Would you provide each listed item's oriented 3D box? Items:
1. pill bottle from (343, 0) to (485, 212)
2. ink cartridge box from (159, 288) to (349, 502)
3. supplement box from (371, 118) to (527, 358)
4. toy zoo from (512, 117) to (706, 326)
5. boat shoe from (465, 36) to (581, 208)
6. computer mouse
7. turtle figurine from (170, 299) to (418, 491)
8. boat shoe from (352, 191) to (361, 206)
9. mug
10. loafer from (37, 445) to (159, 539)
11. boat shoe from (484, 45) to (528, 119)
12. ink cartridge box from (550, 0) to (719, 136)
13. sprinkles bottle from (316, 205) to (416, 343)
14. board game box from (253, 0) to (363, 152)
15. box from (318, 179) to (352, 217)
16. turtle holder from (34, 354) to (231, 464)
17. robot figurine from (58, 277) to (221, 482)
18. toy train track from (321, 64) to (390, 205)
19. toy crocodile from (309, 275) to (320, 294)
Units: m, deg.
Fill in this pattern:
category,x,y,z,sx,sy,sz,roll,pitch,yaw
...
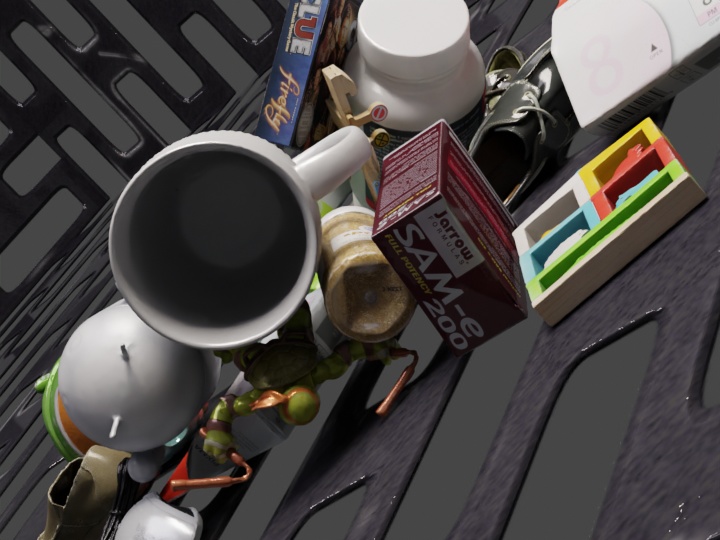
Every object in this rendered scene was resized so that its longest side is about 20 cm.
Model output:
category,x,y,z,sx,sy,sz,roll,pitch,yaw
pill bottle,0.046,-0.141,1.424,0.120,0.119,0.200,-50,-24,-29
ink cartridge box,-0.101,0.106,1.419,0.200,0.057,0.163,-26,21,41
supplement box,0.065,-0.028,1.216,0.061,0.109,0.200,-33,14,13
toy zoo,0.163,-0.041,1.160,0.131,0.020,0.200,-41,13,13
boat shoe,0.138,-0.115,1.366,0.200,0.072,0.068,-50,6,6
computer mouse,-0.174,0.202,1.320,0.110,0.044,0.200,-66,19,-13
turtle figurine,-0.066,0.076,1.245,0.200,0.064,0.161,-30,28,-3
boat shoe,0.051,-0.094,1.654,0.062,0.073,0.200,-2,-16,-25
mug,-0.079,-0.044,1.250,0.200,0.148,0.175,-32,8,5
loafer,-0.245,0.206,1.502,0.200,0.067,0.076,-43,9,43
boat shoe,0.130,-0.147,1.513,0.072,0.066,0.201,-38,14,22
ink cartridge box,0.209,-0.226,1.290,0.162,0.200,0.057,-36,-26,34
sprinkles bottle,0.000,0.000,1.275,0.068,0.068,0.200,-43,12,5
board game box,-0.029,-0.164,1.432,0.200,0.035,0.136,2,-77,-76
box,-0.014,-0.110,1.598,0.200,0.048,0.122,-56,3,9
turtle holder,-0.192,0.115,1.557,0.185,0.141,0.132,3,-19,-35
robot figurine,-0.173,0.078,1.339,0.113,0.170,0.200,-5,6,4
toy train track,0.020,-0.079,1.364,0.032,0.200,0.115,-26,31,-6
toy crocodile,-0.039,0.005,1.496,0.200,0.062,0.068,3,57,42
